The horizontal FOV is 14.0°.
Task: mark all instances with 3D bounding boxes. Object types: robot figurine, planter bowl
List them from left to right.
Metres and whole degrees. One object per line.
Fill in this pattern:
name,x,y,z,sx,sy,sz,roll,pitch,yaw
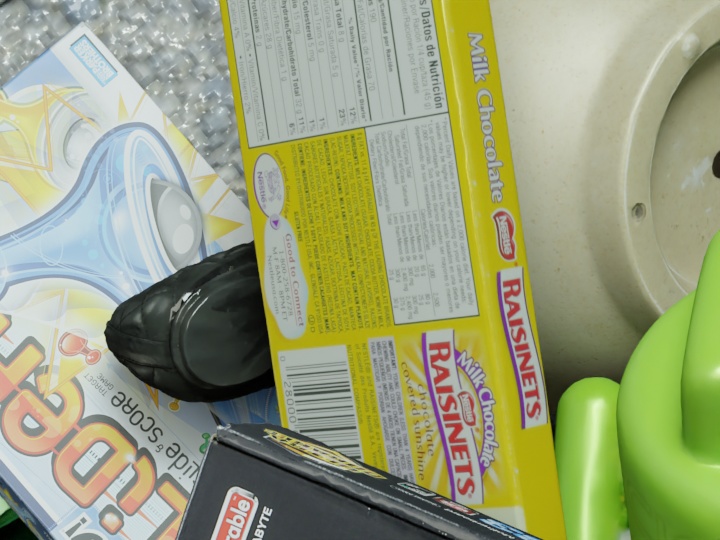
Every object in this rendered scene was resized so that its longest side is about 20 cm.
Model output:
planter bowl,0.087,-0.040,0.983,0.134,0.200,0.201,15,74,51
robot figurine,0.140,0.078,0.893,0.175,0.201,0.116,0,44,15

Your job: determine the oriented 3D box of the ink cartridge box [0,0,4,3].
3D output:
ink cartridge box,-0.128,-0.233,1.157,0.200,0.145,0.146,-36,67,2

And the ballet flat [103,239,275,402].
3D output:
ballet flat,0.000,0.000,1.045,0.057,0.199,0.067,16,113,51

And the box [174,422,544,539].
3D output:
box,0.017,0.171,0.855,0.198,0.050,0.201,22,96,18

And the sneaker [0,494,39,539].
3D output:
sneaker,-0.165,0.093,1.094,0.199,0.074,0.084,-10,65,11

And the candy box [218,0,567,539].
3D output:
candy box,0.008,-0.008,0.920,0.102,0.026,0.201,-7,92,43

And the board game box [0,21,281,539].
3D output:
board game box,-0.086,0.029,1.060,0.135,0.034,0.200,-42,90,-18
